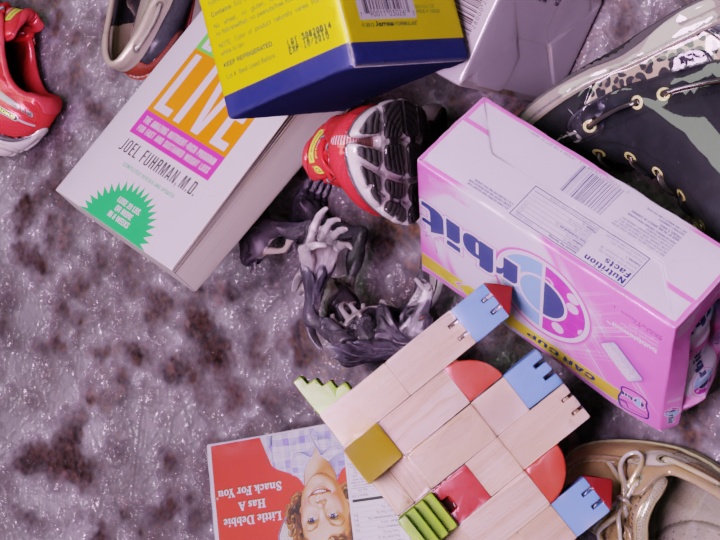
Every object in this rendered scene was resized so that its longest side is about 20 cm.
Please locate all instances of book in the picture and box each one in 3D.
[{"bbox_3d":[-0.097,-0.098,1.275,0.133,0.048,0.200,32,81,37],"label":"book"}]

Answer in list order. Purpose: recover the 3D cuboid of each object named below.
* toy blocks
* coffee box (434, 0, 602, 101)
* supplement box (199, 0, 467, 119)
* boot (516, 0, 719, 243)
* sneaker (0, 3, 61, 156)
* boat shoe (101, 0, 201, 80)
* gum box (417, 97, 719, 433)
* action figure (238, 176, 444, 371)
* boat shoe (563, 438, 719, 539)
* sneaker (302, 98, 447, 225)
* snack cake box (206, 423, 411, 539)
[{"bbox_3d":[0.076,0.103,1.138,0.137,0.100,0.200,-38,86,1],"label":"toy blocks"},{"bbox_3d":[0.039,-0.188,1.237,0.200,0.114,0.080,34,107,34],"label":"coffee box"},{"bbox_3d":[-0.030,-0.203,1.140,0.109,0.109,0.201,-17,86,42],"label":"supplement box"},{"bbox_3d":[0.182,-0.057,1.148,0.203,0.073,0.154,-34,70,30],"label":"boot"},{"bbox_3d":[-0.292,-0.188,1.497,0.085,0.077,0.201,-33,77,22],"label":"sneaker"},{"bbox_3d":[-0.150,-0.240,1.408,0.071,0.062,0.201,9,90,38],"label":"boat shoe"},{"bbox_3d":[0.130,-0.001,1.132,0.200,0.114,0.066,35,64,24],"label":"gum box"},{"bbox_3d":[0.000,0.000,1.246,0.200,0.119,0.102,41,123,38],"label":"action figure"},{"bbox_3d":[0.195,0.150,1.123,0.200,0.063,0.073,24,99,35],"label":"boat shoe"},{"bbox_3d":[0.002,-0.068,1.198,0.085,0.200,0.077,1,93,12],"label":"sneaker"},{"bbox_3d":[-0.003,0.158,1.262,0.199,0.067,0.116,-12,80,34],"label":"snack cake box"}]
